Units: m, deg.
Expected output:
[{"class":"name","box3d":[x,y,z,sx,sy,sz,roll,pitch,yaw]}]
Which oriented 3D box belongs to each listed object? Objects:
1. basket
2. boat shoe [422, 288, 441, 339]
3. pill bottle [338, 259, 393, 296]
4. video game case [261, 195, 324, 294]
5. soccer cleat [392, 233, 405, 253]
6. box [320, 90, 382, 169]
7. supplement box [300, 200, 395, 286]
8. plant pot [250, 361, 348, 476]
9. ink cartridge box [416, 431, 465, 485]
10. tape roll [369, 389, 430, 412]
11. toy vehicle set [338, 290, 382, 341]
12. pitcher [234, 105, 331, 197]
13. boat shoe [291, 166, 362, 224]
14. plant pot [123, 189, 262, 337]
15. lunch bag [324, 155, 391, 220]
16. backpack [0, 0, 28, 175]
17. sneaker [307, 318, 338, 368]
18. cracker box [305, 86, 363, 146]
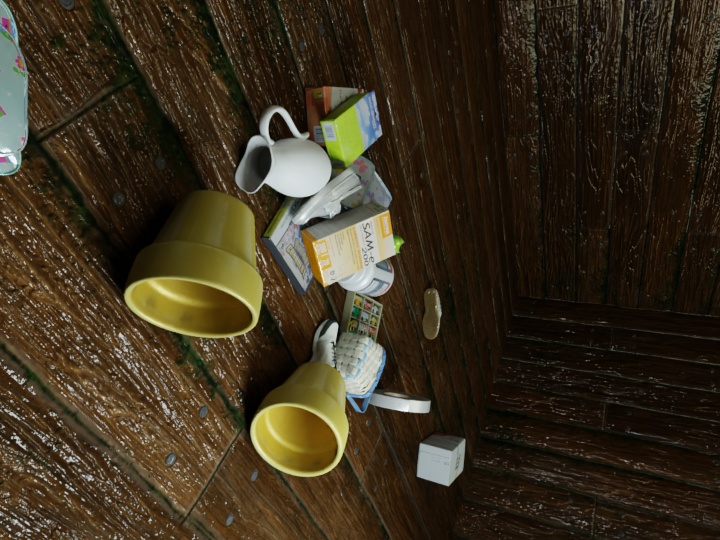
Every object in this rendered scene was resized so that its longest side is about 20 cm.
[{"class":"basket","box3d":[-0.001,0.267,1.384,0.200,0.139,0.177,56,47,-40]},{"class":"boat shoe","box3d":[0.290,0.170,2.009,0.069,0.071,0.201,-3,96,-61]},{"class":"pill bottle","box3d":[0.000,0.000,1.365,0.200,0.119,0.120,20,76,-62]},{"class":"video game case","box3d":[-0.139,-0.076,1.183,0.181,0.025,0.200,-66,148,-32]},{"class":"soccer cleat","box3d":[0.055,-0.083,1.404,0.081,0.200,0.068,25,85,-16]},{"class":"box","box3d":[-0.018,-0.342,1.221,0.200,0.048,0.122,-52,140,-43]},{"class":"supplement box","box3d":[-0.025,-0.065,1.190,0.200,0.074,0.126,-25,126,-18]},{"class":"plant pot","box3d":[-0.116,0.309,1.121,0.189,0.200,0.201,-68,153,-61]},{"class":"ink cartridge box","box3d":[0.341,0.786,2.136,0.200,0.145,0.145,6,90,-62]},{"class":"tape roll","box3d":[0.117,0.403,1.575,0.203,0.202,0.037,22,75,-62]},{"class":"toy vehicle set","box3d":[0.005,0.140,1.498,0.200,0.026,0.125,32,67,-60]},{"class":"pitcher","box3d":[-0.143,-0.236,1.030,0.200,0.121,0.172,-8,124,-55]},{"class":"boat shoe","box3d":[-0.071,-0.155,1.148,0.069,0.072,0.200,51,55,-11]},{"class":"plant pot","box3d":[-0.249,-0.018,0.817,0.201,0.200,0.189,55,33,-52]},{"class":"lunch bag","box3d":[-0.023,-0.187,1.285,0.200,0.127,0.170,51,48,-35]},{"class":"backpack","box3d":[-0.422,-0.196,0.483,0.176,0.153,0.201,-4,92,-57]},{"class":"sneaker","box3d":[-0.085,0.219,1.284,0.074,0.080,0.201,50,50,-52]},{"class":"cracker box","box3d":[-0.056,-0.380,1.255,0.200,0.057,0.134,-32,123,-58]}]
